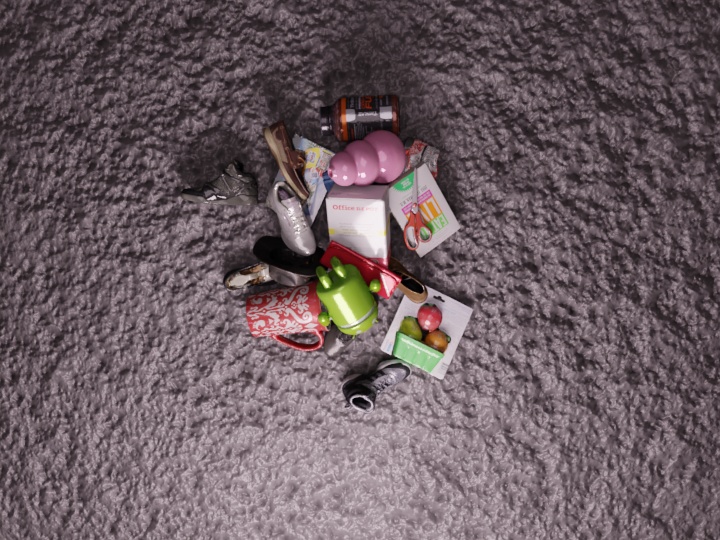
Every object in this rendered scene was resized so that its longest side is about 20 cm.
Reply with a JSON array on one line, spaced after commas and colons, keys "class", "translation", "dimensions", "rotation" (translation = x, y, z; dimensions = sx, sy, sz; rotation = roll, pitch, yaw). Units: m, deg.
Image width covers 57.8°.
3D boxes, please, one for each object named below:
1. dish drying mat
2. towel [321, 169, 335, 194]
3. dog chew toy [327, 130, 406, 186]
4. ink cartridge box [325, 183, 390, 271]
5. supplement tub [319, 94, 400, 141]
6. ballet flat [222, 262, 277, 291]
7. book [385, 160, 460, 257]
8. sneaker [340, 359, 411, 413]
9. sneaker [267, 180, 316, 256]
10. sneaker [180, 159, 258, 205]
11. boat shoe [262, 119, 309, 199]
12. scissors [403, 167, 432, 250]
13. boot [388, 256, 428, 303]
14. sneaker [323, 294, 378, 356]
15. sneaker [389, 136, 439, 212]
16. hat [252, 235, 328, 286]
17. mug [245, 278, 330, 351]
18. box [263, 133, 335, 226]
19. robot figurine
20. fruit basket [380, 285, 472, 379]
[{"class": "dish drying mat", "translation": [0.000, 0.000, 1.607], "dimensions": [0.198, 0.018, 0.077], "rotation": [28, 126, -8]}, {"class": "towel", "translation": [-0.014, -0.175, 1.653], "dimensions": [0.110, 0.049, 0.202], "rotation": [-23, 110, 6]}, {"class": "dog chew toy", "translation": [0.011, -0.257, 1.546], "dimensions": [0.198, 0.124, 0.127], "rotation": [-22, 97, -28]}, {"class": "ink cartridge box", "translation": [0.000, -0.105, 1.599], "dimensions": [0.142, 0.084, 0.203], "rotation": [3, 124, 10]}, {"class": "supplement tub", "translation": [-0.001, -0.376, 1.620], "dimensions": [0.196, 0.107, 0.109], "rotation": [-4, 97, 2]}, {"class": "ballet flat", "translation": [-0.266, 0.012, 1.696], "dimensions": [0.196, 0.073, 0.074], "rotation": [-15, 97, 3]}, {"class": "book", "translation": [0.151, -0.154, 1.641], "dimensions": [0.133, 0.048, 0.201], "rotation": [-34, 115, 3]}, {"class": "sneaker", "translation": [0.045, 0.306, 1.693], "dimensions": [0.197, 0.114, 0.076], "rotation": [-20, 116, 6]}, {"class": "sneaker", "translation": [-0.170, -0.128, 1.609], "dimensions": [0.074, 0.100, 0.202], "rotation": [-29, 88, -17]}, {"class": "sneaker", "translation": [-0.360, -0.224, 1.669], "dimensions": [0.195, 0.076, 0.117], "rotation": [-1, 95, -1]}, {"class": "boat shoe", "translation": [-0.168, -0.276, 1.619], "dimensions": [0.071, 0.072, 0.202], "rotation": [-27, 89, 6]}, {"class": "scissors", "translation": [0.128, -0.148, 1.606], "dimensions": [0.072, 0.014, 0.203], "rotation": [-17, 114, -4]}, {"class": "boot", "translation": [0.088, 0.006, 1.663], "dimensions": [0.198, 0.076, 0.074], "rotation": [34, 82, 15]}, {"class": "sneaker", "translation": [-0.028, 0.146, 1.693], "dimensions": [0.076, 0.091, 0.201], "rotation": [36, 99, -12]}, {"class": "sneaker", "translation": [0.133, -0.226, 1.653], "dimensions": [0.106, 0.067, 0.205], "rotation": [20, 95, 2]}, {"class": "hat", "translation": [-0.179, -0.011, 1.646], "dimensions": [0.197, 0.201, 0.082], "rotation": [18, 119, -1]}, {"class": "mug", "translation": [-0.182, 0.123, 1.675], "dimensions": [0.196, 0.133, 0.181], "rotation": [-9, 85, 6]}, {"class": "box", "translation": [-0.146, -0.229, 1.677], "dimensions": [0.135, 0.038, 0.203], "rotation": [25, 97, -1]}, {"class": "robot figurine", "translation": [-0.031, 0.068, 1.578], "dimensions": [0.174, 0.116, 0.202], "rotation": [-32, 114, -5]}, {"class": "fruit basket", "translation": [0.172, 0.153, 1.702], "dimensions": [0.183, 0.094, 0.203], "rotation": [25, 82, -2]}]
